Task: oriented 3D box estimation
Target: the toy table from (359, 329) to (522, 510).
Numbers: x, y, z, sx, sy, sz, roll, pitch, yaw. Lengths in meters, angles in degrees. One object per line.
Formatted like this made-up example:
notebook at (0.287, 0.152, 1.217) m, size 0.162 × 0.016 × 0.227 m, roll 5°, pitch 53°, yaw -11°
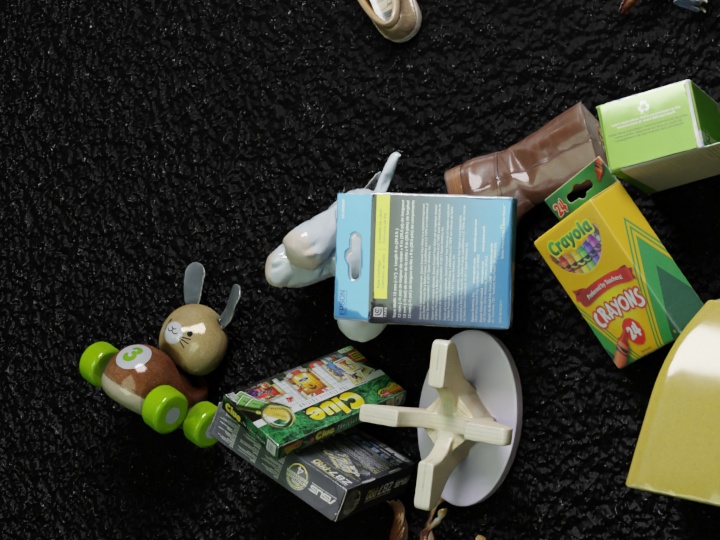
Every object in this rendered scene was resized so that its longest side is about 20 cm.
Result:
toy table at (0.103, 0.169, 1.556) m, size 0.182 × 0.117 × 0.203 m, roll -6°, pitch 84°, yaw 28°

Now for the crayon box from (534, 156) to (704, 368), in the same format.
crayon box at (0.265, -0.006, 1.455) m, size 0.201 × 0.050 × 0.127 m, roll 56°, pitch 151°, yaw 6°

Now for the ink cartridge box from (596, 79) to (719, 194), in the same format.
ink cartridge box at (0.365, -0.150, 1.420) m, size 0.198 × 0.147 × 0.077 m, roll -16°, pitch 77°, yaw 26°

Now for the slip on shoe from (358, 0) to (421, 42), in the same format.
slip on shoe at (0.010, -0.372, 1.680) m, size 0.075 × 0.060 × 0.202 m, roll -29°, pitch 73°, yaw 24°

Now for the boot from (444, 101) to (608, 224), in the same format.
boot at (0.208, -0.073, 1.553) m, size 0.198 × 0.064 × 0.189 m, roll -23°, pitch 78°, yaw 21°

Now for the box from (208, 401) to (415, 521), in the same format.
box at (-0.055, 0.210, 1.613) m, size 0.199 × 0.161 × 0.050 m, roll 30°, pitch 106°, yaw 26°

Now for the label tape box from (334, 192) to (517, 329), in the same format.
label tape box at (0.074, -0.013, 1.526) m, size 0.197 × 0.066 × 0.146 m, roll 2°, pitch 94°, yaw 13°

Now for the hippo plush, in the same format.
hippo plush at (0.000, 0.000, 1.636) m, size 0.199 × 0.159 × 0.161 m, roll -37°, pitch 86°, yaw -23°

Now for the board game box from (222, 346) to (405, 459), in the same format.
board game box at (-0.052, 0.150, 1.592) m, size 0.104 × 0.198 × 0.024 m, roll 38°, pitch 130°, yaw 33°

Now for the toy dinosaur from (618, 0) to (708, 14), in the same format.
toy dinosaur at (0.369, -0.384, 1.474) m, size 0.198 × 0.105 × 0.184 m, roll 3°, pitch 67°, yaw 41°

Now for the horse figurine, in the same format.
horse figurine at (0.093, 0.345, 1.573) m, size 0.199 × 0.050 × 0.134 m, roll 35°, pitch 102°, yaw 42°

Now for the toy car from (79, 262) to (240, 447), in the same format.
toy car at (-0.228, 0.092, 1.736) m, size 0.163 × 0.157 × 0.202 m, roll 27°, pitch 88°, yaw 38°

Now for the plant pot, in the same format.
plant pot at (0.395, 0.140, 1.362) m, size 0.192 × 0.195 × 0.203 m, roll 8°, pitch 83°, yaw 29°
